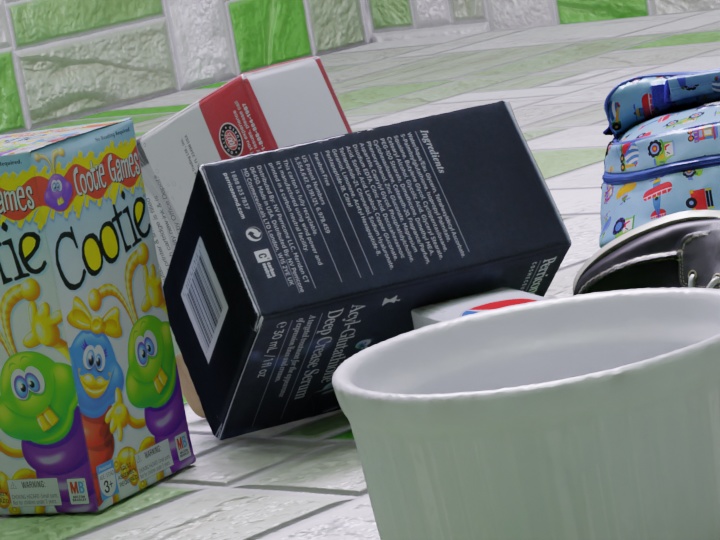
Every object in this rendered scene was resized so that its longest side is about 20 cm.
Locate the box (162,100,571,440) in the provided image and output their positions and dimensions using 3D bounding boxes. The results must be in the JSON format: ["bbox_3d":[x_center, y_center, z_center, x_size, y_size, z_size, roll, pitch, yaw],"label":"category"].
[{"bbox_3d":[0.000,0.000,1.655,0.199,0.108,0.149,-14,-27,-21],"label":"box"}]

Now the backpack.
[{"bbox_3d":[0.236,-0.065,1.819,0.181,0.136,0.200,-7,-1,16],"label":"backpack"}]

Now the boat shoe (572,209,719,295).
[{"bbox_3d":[0.218,0.005,1.700,0.199,0.072,0.068,-9,24,22],"label":"boat shoe"}]

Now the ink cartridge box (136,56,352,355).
[{"bbox_3d":[-0.088,-0.032,1.862,0.199,0.145,0.084,-27,-5,40],"label":"ink cartridge box"}]

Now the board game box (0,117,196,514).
[{"bbox_3d":[-0.177,0.026,1.582,0.104,0.201,0.103,-5,10,31],"label":"board game box"}]

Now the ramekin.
[{"bbox_3d":[0.093,0.077,1.290,0.199,0.098,0.200,-10,8,2],"label":"ramekin"}]

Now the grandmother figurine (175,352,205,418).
[{"bbox_3d":[-0.024,0.041,1.791,0.121,0.061,0.200,7,20,34],"label":"grandmother figurine"}]

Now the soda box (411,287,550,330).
[{"bbox_3d":[0.092,0.056,1.516,0.063,0.069,0.200,-13,9,-17],"label":"soda box"}]
